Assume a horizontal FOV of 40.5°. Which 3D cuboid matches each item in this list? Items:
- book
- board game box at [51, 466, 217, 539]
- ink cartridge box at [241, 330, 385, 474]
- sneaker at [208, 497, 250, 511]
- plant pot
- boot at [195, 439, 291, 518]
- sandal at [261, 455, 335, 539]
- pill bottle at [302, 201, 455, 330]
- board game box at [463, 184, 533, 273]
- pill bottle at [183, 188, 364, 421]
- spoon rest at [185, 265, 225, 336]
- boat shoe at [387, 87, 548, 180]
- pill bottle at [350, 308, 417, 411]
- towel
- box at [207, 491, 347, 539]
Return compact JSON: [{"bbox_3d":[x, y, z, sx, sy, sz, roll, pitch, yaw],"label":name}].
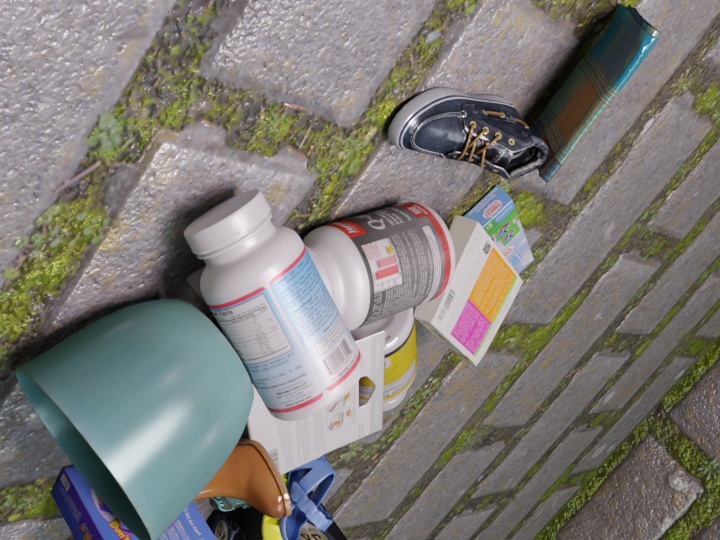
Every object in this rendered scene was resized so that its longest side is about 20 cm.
[{"bbox_3d":[0.137,0.032,1.233,0.135,0.047,0.200,-64,152,-10],"label":"book"},{"bbox_3d":[-0.236,0.297,1.082,0.133,0.201,0.045,-2,134,-49],"label":"board game box"},{"bbox_3d":[-0.057,0.148,1.129,0.171,0.044,0.202,-22,141,-19],"label":"ink cartridge box"},{"bbox_3d":[-0.171,0.281,1.280,0.091,0.078,0.199,-43,150,9],"label":"sneaker"},{"bbox_3d":[-0.198,0.123,0.917,0.160,0.200,0.202,-40,153,-25],"label":"plant pot"},{"bbox_3d":[-0.184,0.231,1.058,0.154,0.199,0.078,-30,148,-37],"label":"boot"},{"bbox_3d":[-0.069,0.266,1.286,0.085,0.204,0.079,-4,158,24],"label":"sandal"},{"bbox_3d":[0.000,0.000,1.069,0.198,0.116,0.117,-18,144,-38],"label":"pill bottle"},{"bbox_3d":[0.160,-0.013,1.338,0.151,0.037,0.200,-43,152,-1],"label":"board game box"},{"bbox_3d":[-0.084,0.032,0.923,0.108,0.108,0.202,-32,107,-17],"label":"pill bottle"},{"bbox_3d":[-0.142,0.075,1.048,0.098,0.061,0.202,-32,149,-18],"label":"spoon rest"},{"bbox_3d":[0.123,-0.144,1.057,0.198,0.091,0.072,-12,140,-43],"label":"boat shoe"},{"bbox_3d":[0.017,0.100,1.231,0.110,0.112,0.201,-33,151,-16],"label":"pill bottle"},{"bbox_3d":[0.261,-0.209,1.126,0.201,0.021,0.147,-54,-166,22],"label":"towel"},{"bbox_3d":[-0.115,0.416,1.434,0.198,0.164,0.087,6,127,-53],"label":"box"}]
